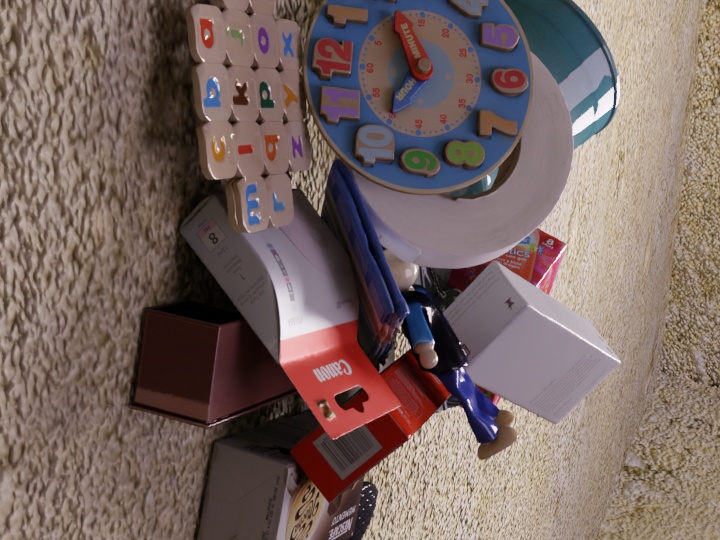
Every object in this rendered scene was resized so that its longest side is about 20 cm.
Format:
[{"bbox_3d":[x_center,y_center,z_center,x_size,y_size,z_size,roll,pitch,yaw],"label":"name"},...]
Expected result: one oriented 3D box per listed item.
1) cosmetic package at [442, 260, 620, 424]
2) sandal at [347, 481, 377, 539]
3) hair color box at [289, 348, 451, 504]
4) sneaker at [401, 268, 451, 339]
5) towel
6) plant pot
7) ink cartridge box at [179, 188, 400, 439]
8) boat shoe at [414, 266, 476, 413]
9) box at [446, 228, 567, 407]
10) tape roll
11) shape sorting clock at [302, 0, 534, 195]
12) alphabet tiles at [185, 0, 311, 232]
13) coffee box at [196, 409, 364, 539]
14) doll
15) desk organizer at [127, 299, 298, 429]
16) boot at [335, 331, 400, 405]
[{"bbox_3d":[0.167,0.076,1.345,0.102,0.074,0.199,-45,138,13],"label":"cosmetic package"},{"bbox_3d":[-0.051,0.298,1.418,0.201,0.045,0.075,-51,145,-22],"label":"sandal"},{"bbox_3d":[0.019,0.131,1.218,0.101,0.061,0.200,-41,177,20],"label":"hair color box"},{"bbox_3d":[0.084,-0.022,1.453,0.076,0.079,0.203,163,-64,-87],"label":"sneaker"},{"bbox_3d":[0.000,0.000,1.175,0.200,0.024,0.149,105,-36,-73],"label":"towel"},{"bbox_3d":[0.133,-0.170,1.384,0.188,0.199,0.201,-42,145,-25],"label":"plant pot"},{"bbox_3d":[-0.038,0.026,1.065,0.057,0.200,0.162,-45,168,19],"label":"ink cartridge box"},{"bbox_3d":[0.081,0.045,1.386,0.072,0.070,0.203,-99,177,-75],"label":"boat shoe"},{"bbox_3d":[0.141,0.048,1.458,0.100,0.095,0.202,-46,157,-47],"label":"box"},{"bbox_3d":[0.079,-0.105,1.152,0.071,0.200,0.205,129,-20,-79],"label":"tape roll"},{"bbox_3d":[0.050,-0.163,1.101,0.039,0.197,0.203,132,-24,-78],"label":"shape sorting clock"},{"bbox_3d":[-0.082,-0.132,1.005,0.195,0.014,0.203,-20,107,-70],"label":"alphabet tiles"},{"bbox_3d":[-0.067,0.206,1.244,0.200,0.079,0.115,-6,109,-68],"label":"coffee box"},{"bbox_3d":[0.070,0.068,1.203,0.201,0.048,0.137,57,9,-12],"label":"doll"},{"bbox_3d":[-0.101,0.064,1.078,0.200,0.071,0.078,-12,112,-68],"label":"desk organizer"},{"bbox_3d":[0.018,0.097,1.420,0.200,0.071,0.157,-37,132,-65],"label":"boot"}]
